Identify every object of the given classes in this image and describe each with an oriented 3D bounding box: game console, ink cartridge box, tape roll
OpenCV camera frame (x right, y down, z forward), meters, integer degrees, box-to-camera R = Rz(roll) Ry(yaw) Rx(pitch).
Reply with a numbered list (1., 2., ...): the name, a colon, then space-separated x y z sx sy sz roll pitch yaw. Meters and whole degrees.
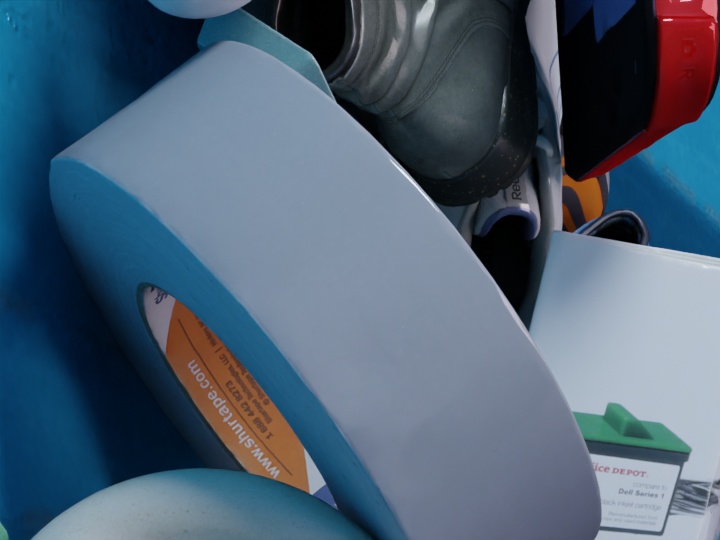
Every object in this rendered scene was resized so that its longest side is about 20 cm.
1. game console: 0.090 -0.141 1.047 0.177 0.031 0.201 150 -62 -78
2. ink cartridge box: 0.092 0.095 1.088 0.146 0.084 0.201 50 53 -79
3. tape roll: -0.014 0.028 0.913 0.066 0.200 0.201 -37 127 -16

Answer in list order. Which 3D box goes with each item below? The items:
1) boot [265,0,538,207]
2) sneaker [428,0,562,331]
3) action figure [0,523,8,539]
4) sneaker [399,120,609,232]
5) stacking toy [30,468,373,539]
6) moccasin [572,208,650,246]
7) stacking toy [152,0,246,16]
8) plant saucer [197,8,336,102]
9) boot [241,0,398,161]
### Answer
1. boot: 0.014 -0.132 1.052 0.131 0.068 0.201 41 40 -49
2. sneaker: 0.055 -0.051 1.133 0.087 0.074 0.201 174 -87 -81
3. action figure: -0.130 0.165 0.737 0.118 0.054 0.201 56 40 -41
4. sneaker: 0.041 -0.036 1.252 0.200 0.077 0.112 39 49 -45
5. stacking toy: -0.041 0.138 0.928 0.200 0.145 0.147 48 34 -84
6. moccasin: 0.063 0.031 1.221 0.200 0.080 0.068 -54 172 -49
7. stacking toy: -0.021 -0.164 0.925 0.200 0.146 0.146 -60 141 -25
8. plant saucer: 0.000 0.000 0.972 0.070 0.019 0.200 37 -21 53
9. boot: -0.038 -0.096 1.060 0.182 0.072 0.201 -94 172 -61
